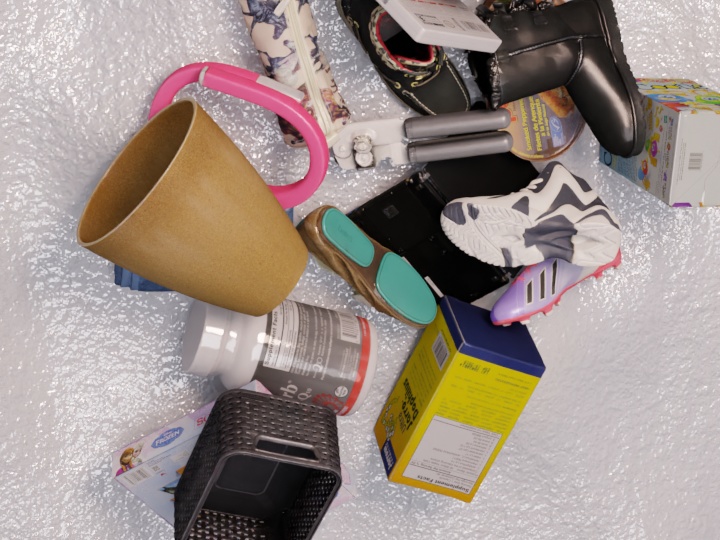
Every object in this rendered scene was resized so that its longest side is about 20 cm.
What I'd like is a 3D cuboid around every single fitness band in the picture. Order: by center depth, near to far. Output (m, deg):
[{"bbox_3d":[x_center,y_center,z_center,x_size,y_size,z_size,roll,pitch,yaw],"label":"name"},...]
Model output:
[{"bbox_3d":[-0.129,-0.140,1.668,0.200,0.037,0.144,21,123,4],"label":"fitness band"}]

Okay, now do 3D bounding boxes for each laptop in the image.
[{"bbox_3d":[0.103,-0.062,1.811,0.200,0.103,0.177,-30,115,26],"label":"laptop"}]

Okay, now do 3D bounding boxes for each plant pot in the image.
[{"bbox_3d":[-0.157,-0.044,1.624,0.200,0.186,0.186,39,96,-23],"label":"plant pot"}]

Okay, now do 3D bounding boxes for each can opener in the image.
[{"bbox_3d":[0.066,-0.147,1.717,0.200,0.066,0.053,-5,110,9],"label":"can opener"}]

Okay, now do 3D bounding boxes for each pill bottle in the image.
[{"bbox_3d":[-0.091,0.089,1.758,0.200,0.116,0.116,14,105,-17],"label":"pill bottle"}]

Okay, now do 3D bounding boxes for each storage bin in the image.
[{"bbox_3d":[-0.113,0.233,1.691,0.135,0.094,0.200,13,128,-17],"label":"storage bin"}]

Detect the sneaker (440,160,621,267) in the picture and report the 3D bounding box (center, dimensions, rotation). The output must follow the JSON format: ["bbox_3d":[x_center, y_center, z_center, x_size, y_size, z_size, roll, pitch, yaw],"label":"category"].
[{"bbox_3d":[0.188,-0.069,1.769,0.199,0.130,0.080,1,122,1],"label":"sneaker"}]

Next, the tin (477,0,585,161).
[{"bbox_3d":[0.188,-0.221,1.757,0.112,0.042,0.200,-18,110,-15],"label":"tin"}]

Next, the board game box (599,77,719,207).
[{"bbox_3d":[0.352,-0.145,1.739,0.103,0.200,0.105,-1,108,-14],"label":"board game box"}]

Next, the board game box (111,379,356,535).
[{"bbox_3d":[-0.141,0.231,1.777,0.200,0.041,0.200,-27,129,18],"label":"board game box"}]

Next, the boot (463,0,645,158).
[{"bbox_3d":[0.207,-0.204,1.688,0.162,0.073,0.198,-13,86,-19],"label":"boot"}]

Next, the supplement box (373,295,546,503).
[{"bbox_3d":[0.111,0.149,1.813,0.109,0.110,0.200,19,114,-19],"label":"supplement box"}]

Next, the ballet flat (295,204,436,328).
[{"bbox_3d":[0.000,0.000,1.766,0.200,0.072,0.068,38,57,-30],"label":"ballet flat"}]

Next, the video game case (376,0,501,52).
[{"bbox_3d":[0.040,-0.293,1.592,0.143,0.200,0.018,-4,137,-53],"label":"video game case"}]

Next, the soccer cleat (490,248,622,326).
[{"bbox_3d":[0.218,0.000,1.808,0.200,0.067,0.077,-28,100,-28],"label":"soccer cleat"}]

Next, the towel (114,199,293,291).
[{"bbox_3d":[-0.171,-0.030,1.734,0.200,0.049,0.112,-1,110,-14],"label":"towel"}]

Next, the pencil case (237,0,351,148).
[{"bbox_3d":[-0.071,-0.229,1.668,0.078,0.089,0.200,-21,113,-6],"label":"pencil case"}]

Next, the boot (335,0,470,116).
[{"bbox_3d":[0.059,-0.218,1.668,0.073,0.154,0.204,-41,113,3],"label":"boot"}]
